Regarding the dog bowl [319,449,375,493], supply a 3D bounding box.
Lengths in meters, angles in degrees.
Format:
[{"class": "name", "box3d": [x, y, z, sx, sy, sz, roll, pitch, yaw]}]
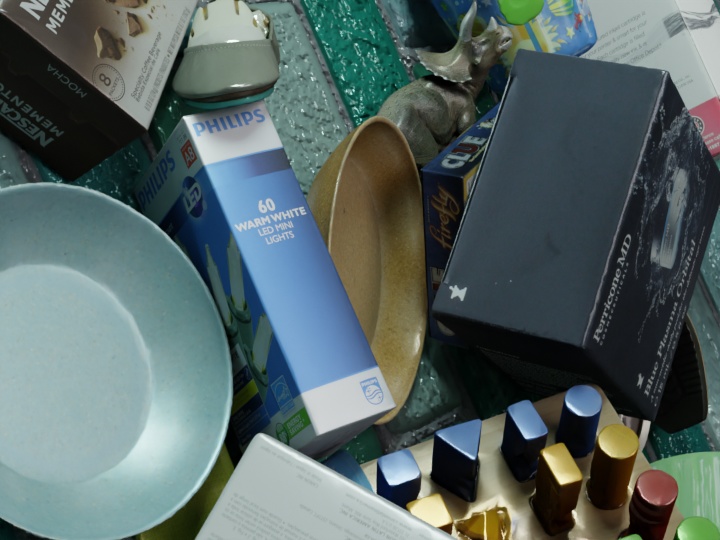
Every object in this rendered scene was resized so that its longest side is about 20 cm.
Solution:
[{"class": "dog bowl", "box3d": [-0.001, 0.209, 0.880, 0.049, 0.111, 0.202, -17, 81, -16]}]

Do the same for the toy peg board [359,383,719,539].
[{"class": "toy peg board", "box3d": [0.108, 0.153, 0.908, 0.198, 0.098, 0.200, -17, 53, -16]}]

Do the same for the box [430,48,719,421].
[{"class": "box", "box3d": [0.161, -0.019, 1.064, 0.200, 0.116, 0.199, 38, 68, -58]}]

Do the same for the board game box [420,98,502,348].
[{"class": "board game box", "box3d": [0.108, -0.051, 1.112, 0.200, 0.034, 0.137, -42, 136, -48]}]

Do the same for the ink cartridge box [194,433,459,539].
[{"class": "ink cartridge box", "box3d": [-0.033, 0.211, 0.794, 0.201, 0.161, 0.050, -60, 163, -12]}]

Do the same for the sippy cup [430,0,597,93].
[{"class": "sippy cup", "box3d": [0.124, -0.220, 1.219, 0.177, 0.139, 0.131, -33, 97, -47]}]

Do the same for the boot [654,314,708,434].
[{"class": "boot", "box3d": [0.268, 0.030, 1.293, 0.138, 0.077, 0.202, -9, 78, -54]}]

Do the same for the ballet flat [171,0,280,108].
[{"class": "ballet flat", "box3d": [-0.085, -0.141, 0.944, 0.200, 0.067, 0.064, -98, 180, -79]}]

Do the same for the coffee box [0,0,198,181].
[{"class": "coffee box", "box3d": [-0.166, -0.171, 0.922, 0.113, 0.079, 0.201, 40, 45, -27]}]

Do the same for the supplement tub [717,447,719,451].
[{"class": "supplement tub", "box3d": [0.363, 0.239, 1.241, 0.122, 0.122, 0.202, 20, 57, -39]}]

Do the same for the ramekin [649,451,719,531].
[{"class": "ramekin", "box3d": [0.258, 0.222, 1.087, 0.200, 0.199, 0.098, 39, 38, -26]}]

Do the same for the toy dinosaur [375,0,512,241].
[{"class": "toy dinosaur", "box3d": [0.045, -0.100, 1.129, 0.200, 0.077, 0.102, -48, 110, -21]}]

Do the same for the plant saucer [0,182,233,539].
[{"class": "plant saucer", "box3d": [-0.163, 0.052, 0.828, 0.200, 0.039, 0.203, 16, 62, -34]}]

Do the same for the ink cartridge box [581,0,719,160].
[{"class": "ink cartridge box", "box3d": [0.249, -0.178, 1.322, 0.082, 0.146, 0.202, -17, 83, -51]}]

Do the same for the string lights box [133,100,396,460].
[{"class": "string lights box", "box3d": [-0.060, 0.013, 0.899, 0.059, 0.103, 0.202, -17, 76, -32]}]

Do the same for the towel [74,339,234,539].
[{"class": "towel", "box3d": [-0.100, 0.134, 0.879, 0.086, 0.018, 0.202, -13, 79, -50]}]

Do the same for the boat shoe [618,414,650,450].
[{"class": "boat shoe", "box3d": [0.180, 0.056, 1.185, 0.059, 0.072, 0.202, 20, 52, -33]}]

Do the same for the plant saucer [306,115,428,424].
[{"class": "plant saucer", "box3d": [0.000, 0.000, 0.995, 0.200, 0.035, 0.203, 0, 90, -70]}]
